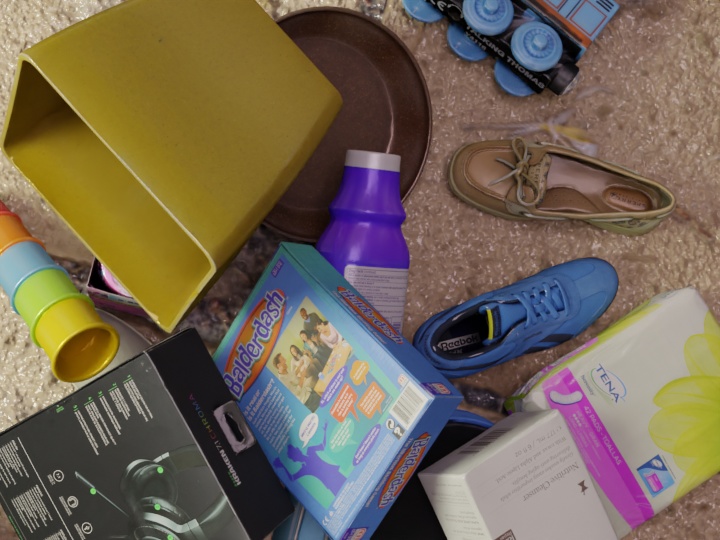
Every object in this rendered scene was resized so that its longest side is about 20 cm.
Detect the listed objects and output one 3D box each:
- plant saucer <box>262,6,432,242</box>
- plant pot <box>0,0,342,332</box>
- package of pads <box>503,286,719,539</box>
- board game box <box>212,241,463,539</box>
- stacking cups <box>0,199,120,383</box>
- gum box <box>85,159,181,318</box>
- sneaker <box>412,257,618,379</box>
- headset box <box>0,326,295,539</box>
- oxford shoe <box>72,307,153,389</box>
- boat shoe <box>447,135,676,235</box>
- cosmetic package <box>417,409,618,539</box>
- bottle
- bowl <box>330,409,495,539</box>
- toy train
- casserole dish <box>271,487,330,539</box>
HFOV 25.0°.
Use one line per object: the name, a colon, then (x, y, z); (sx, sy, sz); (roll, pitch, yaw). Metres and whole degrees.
plant saucer: (-0.035, -0.125, 1.392); (0.200, 0.037, 0.201); (-3, 99, -21)
plant pot: (-0.131, -0.102, 1.215); (0.176, 0.200, 0.200); (-42, 89, -23)
package of pads: (0.240, 0.121, 1.395); (0.200, 0.068, 0.155); (-30, 87, -18)
board game box: (-0.029, 0.097, 1.304); (0.200, 0.045, 0.152); (45, 113, 31)
stacking cups: (-0.266, 0.007, 1.320); (0.060, 0.061, 0.200); (-35, 52, -10)
gum box: (-0.172, -0.067, 1.352); (0.066, 0.114, 0.201); (13, 80, -5)
sneaker: (0.140, 0.041, 1.396); (0.199, 0.078, 0.066); (-22, 83, -11)
headset box: (-0.174, 0.163, 1.282); (0.200, 0.093, 0.175); (-30, 89, 22)
oxford shoe: (-0.182, 0.109, 1.356); (0.075, 0.058, 0.200); (-39, 87, -8)
boat shoe: (0.177, -0.078, 1.424); (0.199, 0.063, 0.074); (8, 82, -6)
cosmetic package: (0.144, 0.227, 1.319); (0.113, 0.081, 0.201); (-30, 97, -25)
bottle: (0.000, 0.000, 1.368); (0.083, 0.065, 0.201); (3, 94, -40)
bowl: (0.073, 0.215, 1.354); (0.200, 0.039, 0.202); (2, 85, -24)
toy train: (0.125, -0.242, 1.433); (0.200, 0.087, 0.114); (39, 70, 2)
casserole dish: (-0.016, 0.243, 1.368); (0.121, 0.039, 0.201); (14, 81, -5)
